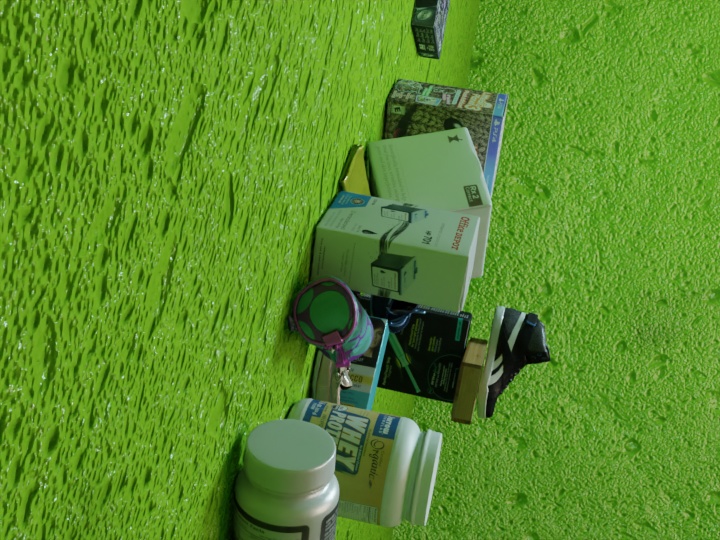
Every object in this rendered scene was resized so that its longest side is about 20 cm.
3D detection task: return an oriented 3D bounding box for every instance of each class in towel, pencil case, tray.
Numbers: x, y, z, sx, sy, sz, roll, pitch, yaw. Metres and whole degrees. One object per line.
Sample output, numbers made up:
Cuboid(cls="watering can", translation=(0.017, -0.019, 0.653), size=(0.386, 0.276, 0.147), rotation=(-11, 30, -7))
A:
Cuboid(cls="towel", translation=(0.003, -0.082, 1.452), size=(0.200, 0.018, 0.086), rotation=(77, 22, -45))
Cuboid(cls="pencil case", translation=(-0.034, 0.069, 1.264), size=(0.200, 0.085, 0.093), rotation=(57, 27, -77))
Cuboid(cls="tray", translation=(0.183, 0.181, 1.658), size=(0.200, 0.037, 0.099), rotation=(-40, 140, -78))

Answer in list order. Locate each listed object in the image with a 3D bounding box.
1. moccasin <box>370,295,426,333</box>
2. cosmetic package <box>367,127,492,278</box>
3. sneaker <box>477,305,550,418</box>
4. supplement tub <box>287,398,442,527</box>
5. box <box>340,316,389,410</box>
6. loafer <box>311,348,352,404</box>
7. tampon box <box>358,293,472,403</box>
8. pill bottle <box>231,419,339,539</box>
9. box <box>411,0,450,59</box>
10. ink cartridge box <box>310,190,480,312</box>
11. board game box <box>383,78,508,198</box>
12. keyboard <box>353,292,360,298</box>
Cuboid(cls="moccasin", translation=(0.057, 0.047, 1.545), size=(0.080, 0.068, 0.200), rotation=(-40, 151, -17))
Cuboid(cls="cosmetic package", translation=(0.106, -0.095, 1.585), size=(0.200, 0.165, 0.165), rotation=(87, -8, -55))
Cuboid(cls="sneaker", translation=(0.271, 0.169, 1.721), size=(0.073, 0.112, 0.201), rotation=(-17, 118, -79))
Cuboid(cls="supplement tub", translation=(-0.001, 0.255, 1.305), size=(0.145, 0.199, 0.145), rotation=(10, 90, -82))
Cuboid(cls="box", translation=(-0.016, 0.165, 1.506), size=(0.049, 0.082, 0.200), rotation=(83, 19, -63))
Cuboid(cls="loafer", translation=(-0.039, 0.178, 1.429), size=(0.072, 0.063, 0.200), rotation=(60, 41, -76))
Cuboid(cls="tampon box", translation=(0.085, 0.132, 1.743), size=(0.126, 0.199, 0.150), rotation=(-15, 116, -81))
Cuboid(cls="pill bottle", translation=(-0.082, 0.270, 1.075), size=(0.114, 0.114, 0.200), rotation=(-63, 161, -64))
Cuboid(cls="box", translation=(0.140, -0.511, 1.894), size=(0.200, 0.043, 0.161), rotation=(31, 69, -81))
Cuboid(cls="ink cartridge box", translation=(0.049, -0.028, 1.308), size=(0.146, 0.199, 0.086), rotation=(-64, 162, -63))
Cuboid(cls="board game box", translation=(0.145, -0.230, 1.724), size=(0.097, 0.199, 0.160), rotation=(-68, 165, -55))
Cuboid(cls="keyboard", translation=(0.000, 0.000, 1.571), size=(0.200, 0.040, 0.104), rotation=(46, 55, -81))
